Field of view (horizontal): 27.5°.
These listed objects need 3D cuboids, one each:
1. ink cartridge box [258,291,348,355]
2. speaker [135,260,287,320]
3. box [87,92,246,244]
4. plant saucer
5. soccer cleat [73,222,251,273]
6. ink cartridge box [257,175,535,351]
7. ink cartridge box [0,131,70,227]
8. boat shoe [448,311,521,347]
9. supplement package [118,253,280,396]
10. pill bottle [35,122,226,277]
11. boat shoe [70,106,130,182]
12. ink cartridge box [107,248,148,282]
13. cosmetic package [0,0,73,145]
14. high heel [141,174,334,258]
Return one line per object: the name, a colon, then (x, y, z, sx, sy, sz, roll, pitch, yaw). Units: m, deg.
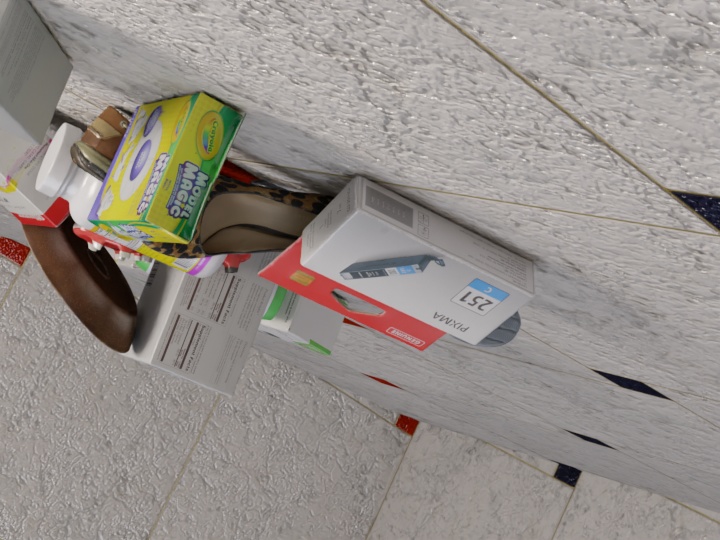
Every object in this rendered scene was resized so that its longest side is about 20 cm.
ink cartridge box: (-0.140, 0.042, 2.120, 0.198, 0.085, 0.145, 17, 171, 28)
speaker: (-0.197, -0.004, 1.971, 0.198, 0.089, 0.088, 23, 172, -14)
box: (-0.163, -0.084, 1.237, 0.048, 0.119, 0.199, 27, 170, -26)
plant saucer: (-0.311, 0.001, 1.676, 0.201, 0.036, 0.200, 54, -174, -8)
soccer cleat: (-0.211, -0.049, 1.598, 0.197, 0.087, 0.069, 8, 176, -14)
ink cartridge box: (0.030, 0.014, 1.340, 0.198, 0.045, 0.176, 25, 136, -24)
ink cartridge box: (-0.359, -0.110, 1.549, 0.200, 0.067, 0.116, 46, 161, -25)
boat shoe: (0.075, 0.013, 1.498, 0.198, 0.072, 0.062, 28, -165, -18)
supplement package: (-0.182, 0.028, 1.722, 0.110, 0.202, 0.155, 24, 172, -21)
pill bottle: (-0.225, -0.076, 1.498, 0.198, 0.105, 0.104, 25, 171, -21)
boat shoe: (-0.180, -0.085, 1.409, 0.199, 0.074, 0.075, 33, 176, -31)
ink cartridge box: (-0.308, -0.016, 2.236, 0.116, 0.068, 0.199, 26, 172, -29)
cosmetic package: (-0.308, -0.174, 1.161, 0.112, 0.082, 0.200, 21, 173, 3)
high heel: (-0.093, -0.038, 1.343, 0.141, 0.072, 0.199, 22, -154, 31)
